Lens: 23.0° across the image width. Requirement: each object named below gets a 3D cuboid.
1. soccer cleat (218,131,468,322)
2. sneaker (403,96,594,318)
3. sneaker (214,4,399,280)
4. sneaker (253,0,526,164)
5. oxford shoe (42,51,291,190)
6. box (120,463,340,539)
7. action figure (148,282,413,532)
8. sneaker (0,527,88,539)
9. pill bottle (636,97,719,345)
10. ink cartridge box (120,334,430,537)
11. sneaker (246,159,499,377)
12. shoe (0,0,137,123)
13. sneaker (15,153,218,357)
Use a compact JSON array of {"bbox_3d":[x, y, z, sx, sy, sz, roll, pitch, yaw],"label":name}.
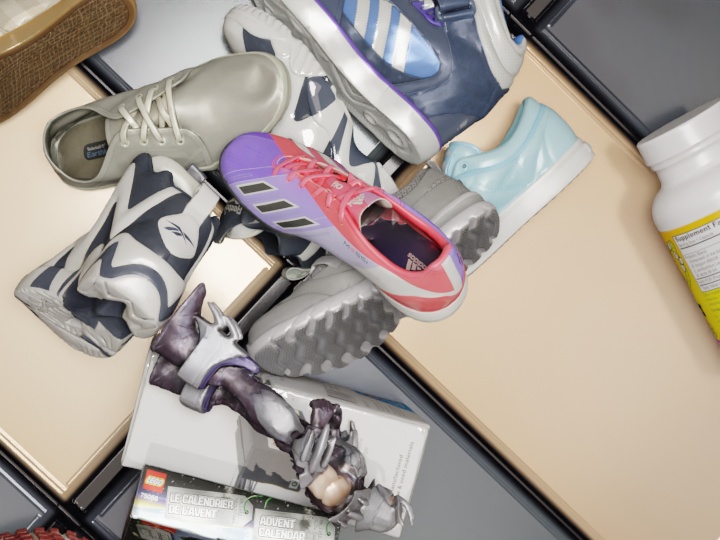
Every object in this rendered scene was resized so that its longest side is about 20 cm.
[{"bbox_3d":[-0.012,-0.043,1.176,0.199,0.073,0.068,35,71,18],"label":"soccer cleat"},{"bbox_3d":[0.076,-0.049,1.305,0.200,0.074,0.082,-42,91,-13],"label":"sneaker"},{"bbox_3d":[-0.070,-0.082,1.281,0.129,0.079,0.200,-36,105,-12],"label":"sneaker"},{"bbox_3d":[0.029,-0.191,1.296,0.146,0.081,0.200,-44,89,-14],"label":"sneaker"},{"bbox_3d":[-0.141,-0.103,1.248,0.199,0.058,0.076,-16,78,20],"label":"oxford shoe"},{"bbox_3d":[-0.096,0.184,1.228,0.136,0.200,0.040,15,72,-6],"label":"box"},{"bbox_3d":[-0.044,0.099,1.124,0.200,0.130,0.069,38,80,7],"label":"action figure"},{"bbox_3d":[-0.277,0.241,1.281,0.198,0.078,0.083,-15,97,5],"label":"sneaker"},{"bbox_3d":[0.283,-0.022,1.305,0.104,0.104,0.201,-29,94,-4],"label":"pill bottle"},{"bbox_3d":[-0.063,0.115,1.256,0.199,0.145,0.084,16,91,-6],"label":"ink cartridge box"},{"bbox_3d":[0.000,0.000,1.243,0.199,0.075,0.082,-34,57,-11],"label":"sneaker"},{"bbox_3d":[-0.255,-0.158,1.280,0.199,0.070,0.054,-29,52,0],"label":"shoe"},{"bbox_3d":[-0.159,-0.017,1.232,0.079,0.199,0.130,41,66,-13],"label":"sneaker"}]
